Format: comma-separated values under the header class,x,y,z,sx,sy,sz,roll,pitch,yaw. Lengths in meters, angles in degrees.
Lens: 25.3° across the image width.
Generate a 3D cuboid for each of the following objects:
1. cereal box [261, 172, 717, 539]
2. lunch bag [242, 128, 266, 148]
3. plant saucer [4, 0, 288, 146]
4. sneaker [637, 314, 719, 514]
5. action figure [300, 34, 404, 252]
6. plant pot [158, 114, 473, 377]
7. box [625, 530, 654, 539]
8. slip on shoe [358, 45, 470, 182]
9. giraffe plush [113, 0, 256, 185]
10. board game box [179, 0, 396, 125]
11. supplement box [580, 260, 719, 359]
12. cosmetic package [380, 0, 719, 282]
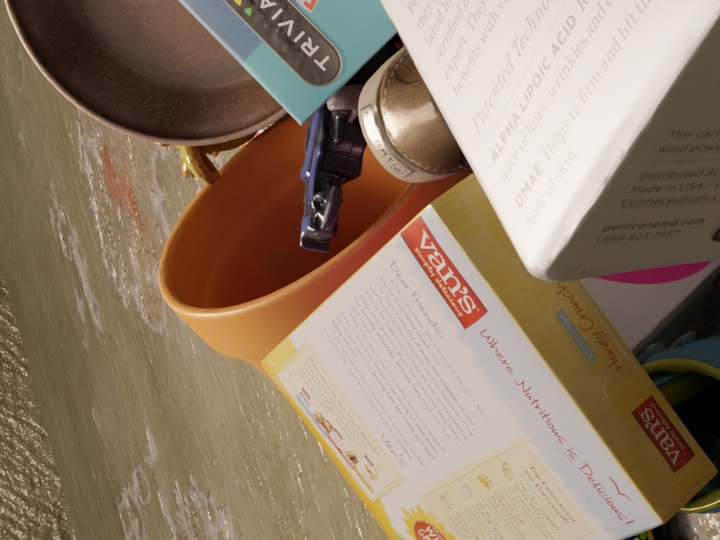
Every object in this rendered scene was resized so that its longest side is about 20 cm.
class,x,y,z,sx,sy,sz,roll,pitch,yaw
cereal box,0.043,0.057,0.664,0.144,0.039,0.200,54,150,3
lunch bag,-0.020,-0.135,1.084,0.176,0.081,0.201,30,128,56
plant saucer,-0.094,-0.168,0.851,0.037,0.199,0.202,-57,-38,-69
sneaker,0.146,0.062,0.693,0.080,0.130,0.200,69,158,10
action figure,0.031,-0.103,0.862,0.193,0.104,0.201,-9,70,55
plant pot,0.000,0.000,0.959,0.140,0.200,0.200,52,172,-29
box,0.127,0.171,0.874,0.064,0.070,0.201,94,161,-84
slip on shoe,0.081,-0.106,0.701,0.060,0.200,0.076,-25,98,52
giraffe plush,-0.095,-0.143,0.977,0.199,0.173,0.163,-4,114,30
board game box,-0.010,-0.191,0.760,0.151,0.047,0.200,45,117,-7
supplement box,0.073,0.044,0.750,0.101,0.103,0.200,42,150,16
cosmetic package,0.116,-0.129,0.574,0.201,0.164,0.165,64,144,31
